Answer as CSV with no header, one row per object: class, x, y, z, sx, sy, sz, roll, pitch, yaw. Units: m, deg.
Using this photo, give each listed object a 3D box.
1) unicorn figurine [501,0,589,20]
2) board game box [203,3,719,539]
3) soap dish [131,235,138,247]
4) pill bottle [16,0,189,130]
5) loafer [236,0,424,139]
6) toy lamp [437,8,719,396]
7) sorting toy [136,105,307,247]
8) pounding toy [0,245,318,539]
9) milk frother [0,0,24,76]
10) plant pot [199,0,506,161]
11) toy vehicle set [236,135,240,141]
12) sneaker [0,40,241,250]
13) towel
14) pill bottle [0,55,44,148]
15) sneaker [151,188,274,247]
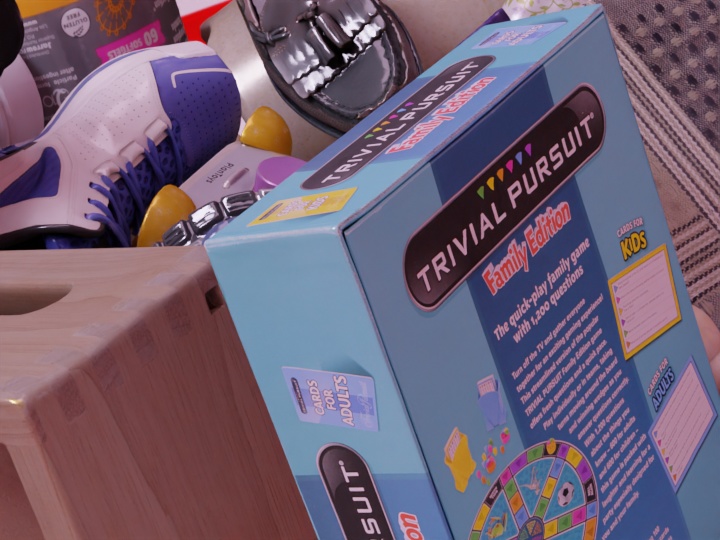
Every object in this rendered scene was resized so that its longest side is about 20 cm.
unicorn figurine,0.093,-0.078,0.913,0.137,0.074,0.201,15,50,-13
board game box,0.047,0.046,0.546,0.047,0.201,0.151,-5,23,37
soap dish,-0.203,0.044,0.945,0.157,0.082,0.200,-2,25,38
pill bottle,-0.141,-0.087,1.054,0.116,0.201,0.116,-16,20,6
loafer,-0.037,-0.140,0.959,0.072,0.063,0.200,-39,51,6
toy lamp,0.094,0.004,0.628,0.058,0.200,0.058,-40,4,4
sorting toy,0.007,0.005,0.879,0.179,0.107,0.200,12,31,19
pounding toy,-0.112,0.062,0.667,0.199,0.185,0.142,0,27,41
milk frother,-0.266,-0.078,0.766,0.199,0.181,0.189,18,61,5
plant pot,0.019,-0.123,1.064,0.183,0.201,0.201,-30,20,2
toy vehicle set,-0.161,-0.036,1.193,0.199,0.027,0.124,-23,21,-11
sneaker,-0.126,-0.023,0.876,0.199,0.081,0.115,-29,44,-27
towel,0.168,-0.042,0.726,0.192,0.200,0.035,-31,-12,-29
pill bottle,-0.254,-0.049,0.937,0.119,0.120,0.200,-2,25,38
sneaker,0.000,0.000,0.781,0.199,0.075,0.087,-20,-24,1
